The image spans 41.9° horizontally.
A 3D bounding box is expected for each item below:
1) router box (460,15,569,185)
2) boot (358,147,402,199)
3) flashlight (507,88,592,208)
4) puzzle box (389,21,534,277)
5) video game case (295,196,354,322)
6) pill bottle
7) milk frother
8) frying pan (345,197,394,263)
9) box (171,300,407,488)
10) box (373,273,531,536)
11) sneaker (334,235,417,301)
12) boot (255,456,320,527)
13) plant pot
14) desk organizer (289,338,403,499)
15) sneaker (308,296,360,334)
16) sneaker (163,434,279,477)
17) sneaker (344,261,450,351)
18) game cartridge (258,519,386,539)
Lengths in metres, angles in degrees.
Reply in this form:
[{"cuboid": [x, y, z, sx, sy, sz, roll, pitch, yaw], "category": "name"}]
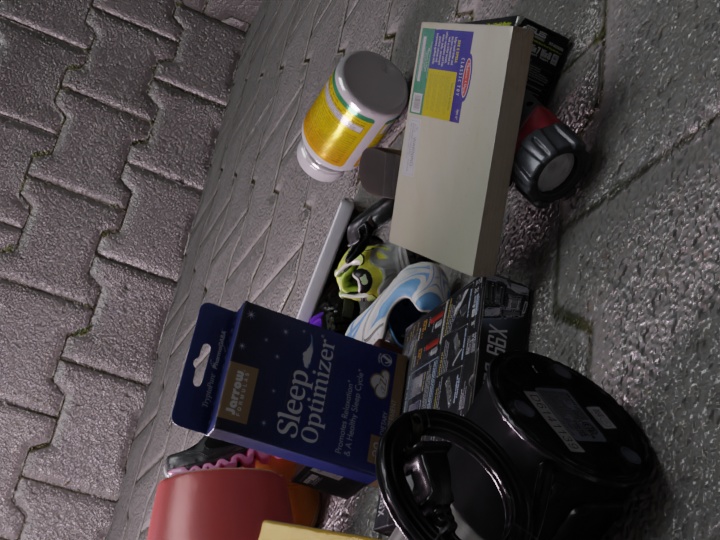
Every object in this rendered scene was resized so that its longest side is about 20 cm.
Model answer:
[{"cuboid": [0.124, -0.178, 0.973, 0.200, 0.061, 0.152, -137, 67, -72], "category": "router box"}, {"cuboid": [0.078, -0.092, 1.022, 0.200, 0.075, 0.075, 39, 126, 52], "category": "boot"}, {"cuboid": [0.119, -0.139, 0.820, 0.201, 0.067, 0.068, 54, 130, 38], "category": "flashlight"}, {"cuboid": [0.082, -0.108, 0.801, 0.133, 0.025, 0.203, 27, 112, 57], "category": "puzzle box"}, {"cuboid": [-0.052, -0.005, 1.331, 0.182, 0.023, 0.202, -92, 23, -84], "category": "video game case"}, {"cuboid": [-0.020, -0.218, 1.378, 0.200, 0.112, 0.114, 132, 152, -53], "category": "pill bottle"}, {"cuboid": [0.060, 0.165, 0.576, 0.190, 0.198, 0.181, -62, 23, 25], "category": "milk frother"}, {"cuboid": [0.006, -0.049, 1.099, 0.190, 0.031, 0.115, -39, 7, -40], "category": "frying pan"}, {"cuboid": [-0.058, 0.105, 0.831, 0.032, 0.198, 0.123, 132, 153, -56], "category": "box"}, {"cuboid": [0.078, 0.123, 0.812, 0.158, 0.049, 0.202, 137, 148, -57], "category": "box"}, {"cuboid": [0.000, 0.000, 1.107, 0.200, 0.075, 0.076, 160, 94, -71], "category": "sneaker"}, {"cuboid": [-0.116, 0.243, 1.124, 0.071, 0.142, 0.204, 152, 135, -66], "category": "boot"}, {"cuboid": [-0.145, 0.312, 0.998, 0.200, 0.198, 0.180, 138, 134, -57], "category": "plant pot"}, {"cuboid": [0.001, 0.159, 0.978, 0.200, 0.071, 0.078, -51, 23, 47], "category": "desk organizer"}, {"cuboid": [-0.031, 0.082, 1.160, 0.101, 0.069, 0.200, -66, 18, 7], "category": "sneaker"}, {"cuboid": [-0.133, 0.177, 1.066, 0.079, 0.198, 0.096, 115, 134, -67], "category": "sneaker"}, {"cuboid": [0.028, 0.072, 0.982, 0.201, 0.071, 0.073, -56, 12, 41], "category": "sneaker"}, {"cuboid": [-0.012, 0.302, 0.744, 0.198, 0.032, 0.179, 2, 67, 29], "category": "game cartridge"}]
